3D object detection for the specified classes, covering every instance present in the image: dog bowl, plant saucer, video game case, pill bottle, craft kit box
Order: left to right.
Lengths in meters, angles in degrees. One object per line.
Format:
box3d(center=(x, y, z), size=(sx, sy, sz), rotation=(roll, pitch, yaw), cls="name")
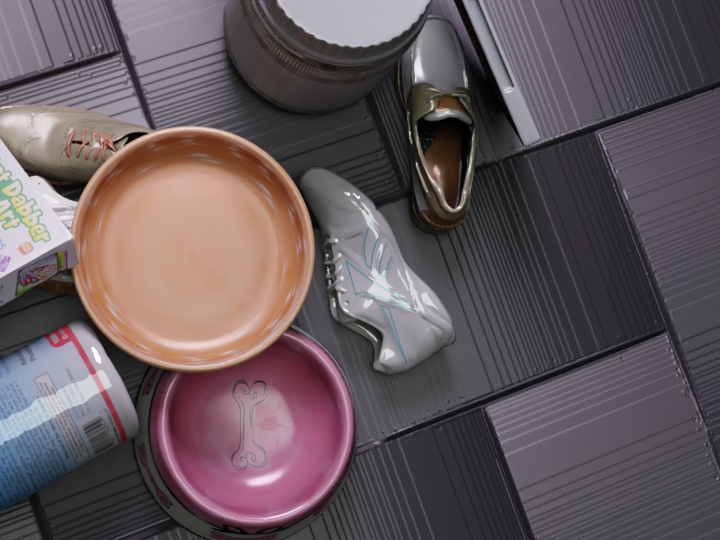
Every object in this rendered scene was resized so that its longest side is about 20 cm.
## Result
box3d(center=(-0.356, -0.036, 1.190), size=(0.197, 0.049, 0.200), rotation=(-31, 66, -23), cls="craft kit box")
box3d(center=(-0.287, 0.131, 1.224), size=(0.199, 0.109, 0.109), rotation=(-28, 88, -16), cls="pill bottle")
box3d(center=(-0.137, -0.016, 1.243), size=(0.198, 0.037, 0.202), rotation=(2, 81, -11), cls="plant saucer")
box3d(center=(-0.092, 0.132, 1.286), size=(0.198, 0.074, 0.202), rotation=(2, 81, -12), cls="dog bowl")
box3d(center=(0.100, -0.216, 1.316), size=(0.017, 0.143, 0.201), rotation=(-24, 112, 5), cls="video game case")

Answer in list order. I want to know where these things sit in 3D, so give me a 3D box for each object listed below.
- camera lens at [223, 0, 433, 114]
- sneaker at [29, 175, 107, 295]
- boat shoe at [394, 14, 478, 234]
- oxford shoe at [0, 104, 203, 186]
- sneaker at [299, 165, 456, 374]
box3d(center=(-0.029, -0.229, 1.289), size=(0.158, 0.200, 0.162), rotation=(2, 81, -12), cls="camera lens")
box3d(center=(-0.298, -0.040, 1.276), size=(0.198, 0.076, 0.088), rotation=(13, 62, -12), cls="sneaker")
box3d(center=(0.075, -0.138, 1.367), size=(0.074, 0.068, 0.202), rotation=(-4, 82, -13), cls="boat shoe")
box3d(center=(-0.224, -0.107, 1.291), size=(0.198, 0.075, 0.071), rotation=(10, 79, -11), cls="oxford shoe")
box3d(center=(0.000, 0.000, 1.329), size=(0.080, 0.070, 0.201), rotation=(-35, 91, -12), cls="sneaker")
